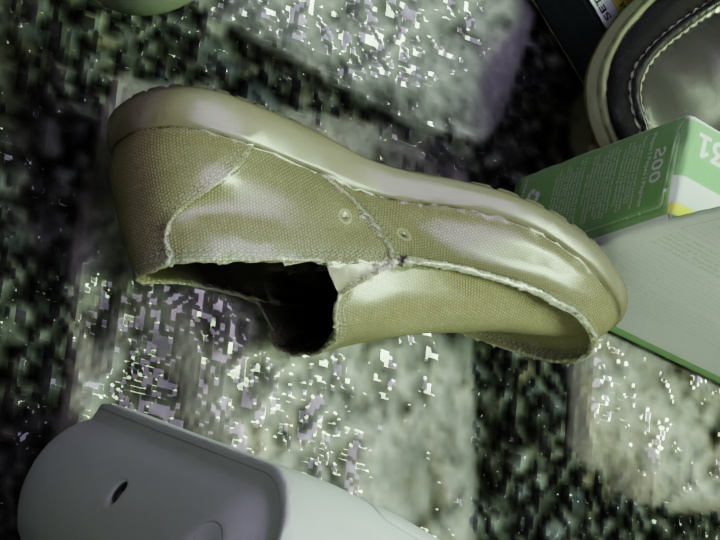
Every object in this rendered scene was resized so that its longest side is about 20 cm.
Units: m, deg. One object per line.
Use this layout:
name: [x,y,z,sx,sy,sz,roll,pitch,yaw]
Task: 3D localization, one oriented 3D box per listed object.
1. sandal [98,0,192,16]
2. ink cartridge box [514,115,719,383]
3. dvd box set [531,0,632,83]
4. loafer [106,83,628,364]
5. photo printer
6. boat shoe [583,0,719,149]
sandal: [-0.031,-0.152,0.799,0.201,0.079,0.057,-54,136,-29]
ink cartridge box: [0.164,-0.006,0.805,0.145,0.200,0.048,26,66,-27]
dvd box set: [0.139,-0.157,0.930,0.200,0.029,0.147,-38,101,-35]
loafer: [0.000,0.000,0.776,0.199,0.076,0.068,19,71,-20]
photo printer: [-0.003,0.110,0.663,0.166,0.200,0.070,34,80,-23]
boat shoe: [0.167,-0.094,0.875,0.200,0.065,0.074,-32,106,-35]
